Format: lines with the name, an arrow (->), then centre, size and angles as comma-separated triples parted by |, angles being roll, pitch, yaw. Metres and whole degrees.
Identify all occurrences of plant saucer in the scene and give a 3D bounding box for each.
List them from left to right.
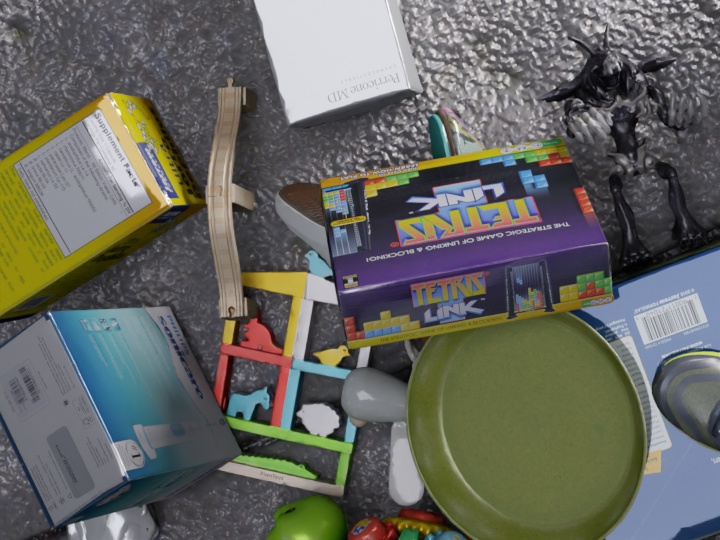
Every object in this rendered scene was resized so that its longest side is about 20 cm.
plant saucer -> 0.127, 0.117, 1.275 | 0.198, 0.031, 0.202 | 6, 102, 31

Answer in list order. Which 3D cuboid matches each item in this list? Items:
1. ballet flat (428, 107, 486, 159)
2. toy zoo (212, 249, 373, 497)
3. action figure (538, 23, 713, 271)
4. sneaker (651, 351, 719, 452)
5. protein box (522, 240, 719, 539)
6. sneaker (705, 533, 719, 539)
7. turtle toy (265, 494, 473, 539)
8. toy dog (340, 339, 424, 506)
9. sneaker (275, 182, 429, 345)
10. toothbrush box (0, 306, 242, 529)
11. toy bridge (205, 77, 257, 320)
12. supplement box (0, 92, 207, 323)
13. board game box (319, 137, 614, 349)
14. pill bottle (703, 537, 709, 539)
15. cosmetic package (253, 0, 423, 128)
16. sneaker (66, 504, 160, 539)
ballet flat -> 0.100, -0.035, 1.391 | 0.070, 0.069, 0.202 | -7, 95, -7
toy zoo -> -0.057, 0.081, 1.442 | 0.130, 0.020, 0.202 | 10, 94, 10
action figure -> 0.216, -0.108, 1.336 | 0.118, 0.102, 0.202 | -16, 81, -7
sneaker -> 0.301, 0.119, 1.206 | 0.199, 0.081, 0.074 | 26, 96, 8
protein box -> 0.256, 0.096, 1.324 | 0.197, 0.135, 0.202 | -21, 88, 11
sneaker -> 0.261, 0.264, 1.298 | 0.077, 0.200, 0.092 | -31, 75, -19
turtle toy -> 0.019, 0.237, 1.340 | 0.198, 0.146, 0.102 | 8, 81, 12
toy dog -> 0.077, 0.148, 1.384 | 0.199, 0.132, 0.097 | 36, 130, 15
sneaker -> 0.000, 0.000, 1.391 | 0.199, 0.073, 0.085 | 34, 127, 31
toothbrush box -> -0.199, 0.113, 1.369 | 0.085, 0.200, 0.147 | -32, 80, 20
toy bridge -> -0.108, -0.061, 1.410 | 0.027, 0.067, 0.202 | -2, 85, 13
supplement box -> -0.248, -0.051, 1.429 | 0.199, 0.109, 0.109 | -31, 87, 11
board game box -> 0.074, -0.024, 1.272 | 0.198, 0.166, 0.057 | -10, 122, -1
pill bottle -> 0.343, 0.285, 1.328 | 0.110, 0.111, 0.202 | -13, 90, 11
cosmetic package -> -0.029, -0.226, 1.393 | 0.112, 0.081, 0.202 | -18, 88, 9
sneaker -> -0.219, 0.201, 1.464 | 0.086, 0.075, 0.202 | -7, 98, -1
